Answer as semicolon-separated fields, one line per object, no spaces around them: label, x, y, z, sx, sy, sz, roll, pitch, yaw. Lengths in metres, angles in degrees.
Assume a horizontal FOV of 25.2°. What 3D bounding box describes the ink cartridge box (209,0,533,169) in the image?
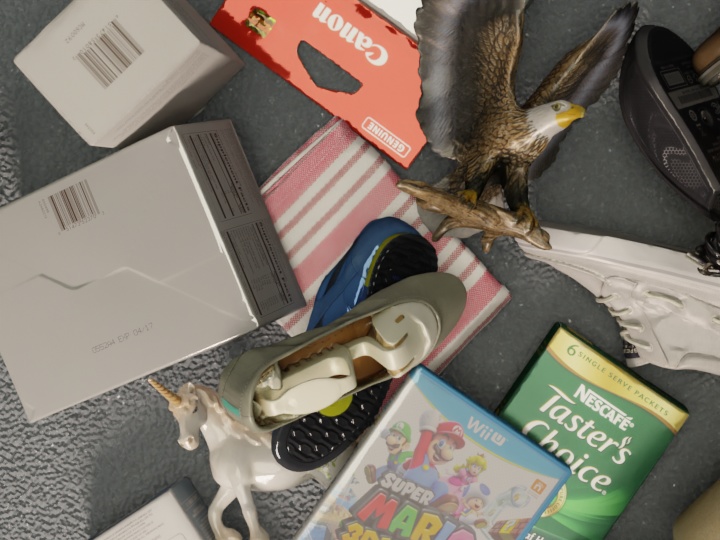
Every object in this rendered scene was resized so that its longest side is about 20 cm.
ink cartridge box;0.007;-0.204;1.219;0.200;0.044;0.174;36;94;3

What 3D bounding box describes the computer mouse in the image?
computer mouse;0.239;-0.083;1.176;0.053;0.138;0.201;-34;76;40

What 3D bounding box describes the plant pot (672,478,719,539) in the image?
plant pot;0.334;0.186;1.152;0.199;0.187;0.188;-27;90;20

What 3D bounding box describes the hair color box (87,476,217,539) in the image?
hair color box;-0.126;0.273;1.245;0.099;0.061;0.200;-33;89;6

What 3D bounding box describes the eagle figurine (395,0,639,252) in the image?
eagle figurine;0.113;-0.117;1.161;0.150;0.152;0.201;4;69;22

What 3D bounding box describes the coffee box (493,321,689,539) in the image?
coffee box;0.144;0.153;1.222;0.123;0.044;0.200;36;95;3

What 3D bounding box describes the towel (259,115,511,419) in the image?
towel;0.000;0.000;1.239;0.146;0.030;0.200;-44;90;5

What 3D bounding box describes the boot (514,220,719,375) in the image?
boot;0.205;0.025;1.197;0.199;0.074;0.096;14;98;9

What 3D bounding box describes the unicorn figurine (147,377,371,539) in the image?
unicorn figurine;-0.072;0.152;1.221;0.199;0.074;0.138;0;80;-24

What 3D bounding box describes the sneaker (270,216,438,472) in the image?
sneaker;-0.013;0.053;1.196;0.066;0.078;0.201;27;90;-30

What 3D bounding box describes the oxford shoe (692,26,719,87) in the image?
oxford shoe;0.298;-0.222;1.180;0.084;0.073;0.200;37;83;5

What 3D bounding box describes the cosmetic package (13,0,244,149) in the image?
cosmetic package;-0.160;-0.149;1.158;0.108;0.200;0.085;-43;90;4

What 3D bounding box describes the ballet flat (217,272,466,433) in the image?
ballet flat;-0.001;0.062;1.124;0.199;0.064;0.068;-23;116;-17

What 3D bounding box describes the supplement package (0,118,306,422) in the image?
supplement package;-0.170;-0.002;1.191;0.199;0.111;0.156;-23;90;18

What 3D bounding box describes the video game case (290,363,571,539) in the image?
video game case;0.042;0.188;1.187;0.143;0.018;0.200;34;95;-9
